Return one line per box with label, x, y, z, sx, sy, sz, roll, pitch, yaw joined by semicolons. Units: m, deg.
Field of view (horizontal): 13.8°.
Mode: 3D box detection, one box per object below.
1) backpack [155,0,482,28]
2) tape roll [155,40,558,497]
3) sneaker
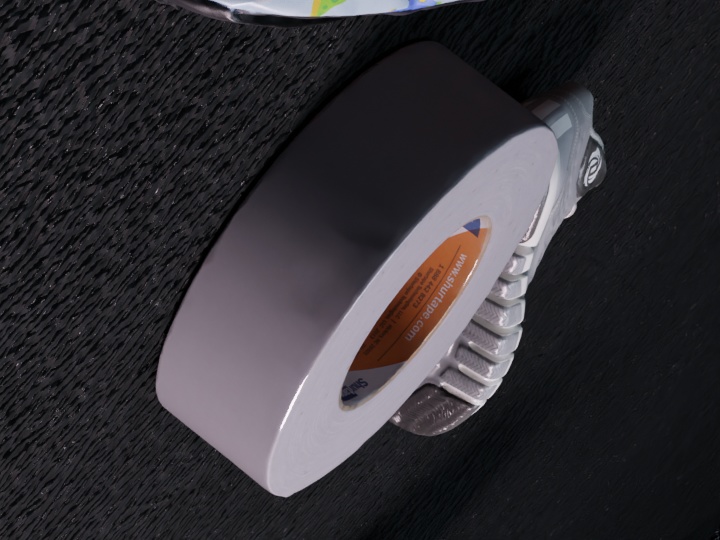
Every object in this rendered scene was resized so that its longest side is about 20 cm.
backpack;-0.010;-0.134;0.795;0.200;0.163;0.154;-32;147;-39
tape roll;0.000;0.000;1.290;0.200;0.066;0.200;-47;164;-18
sneaker;0.074;-0.011;1.485;0.115;0.075;0.200;-39;160;-49
